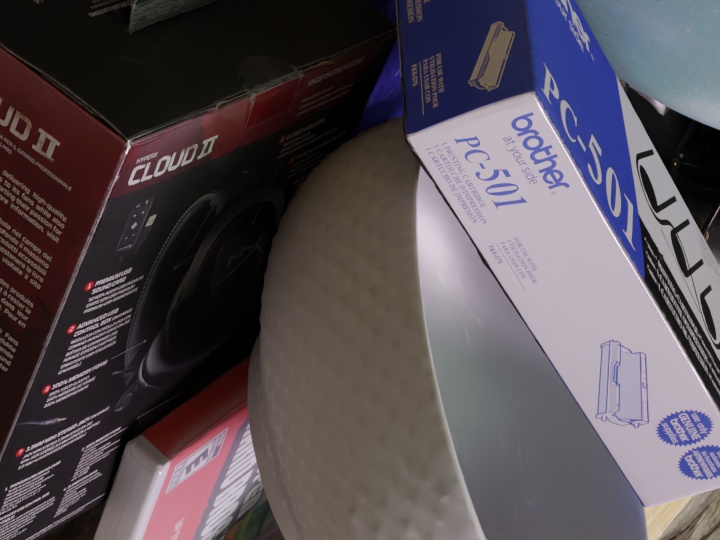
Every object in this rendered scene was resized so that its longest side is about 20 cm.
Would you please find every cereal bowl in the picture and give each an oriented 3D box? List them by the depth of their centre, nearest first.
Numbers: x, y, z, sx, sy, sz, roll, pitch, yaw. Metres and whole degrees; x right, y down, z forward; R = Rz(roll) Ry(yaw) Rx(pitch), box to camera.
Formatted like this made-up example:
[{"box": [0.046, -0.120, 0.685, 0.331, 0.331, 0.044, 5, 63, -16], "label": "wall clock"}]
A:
[{"box": [0.022, 0.051, 0.817, 0.083, 0.200, 0.200, -17, 173, 20], "label": "cereal bowl"}]

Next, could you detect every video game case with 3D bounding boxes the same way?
[{"box": [-0.024, 0.057, 0.930, 0.200, 0.017, 0.143, -36, 160, -37], "label": "video game case"}]

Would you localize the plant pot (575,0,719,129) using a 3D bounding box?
[{"box": [0.119, -0.144, 0.852, 0.134, 0.200, 0.200, 9, 127, -22], "label": "plant pot"}]

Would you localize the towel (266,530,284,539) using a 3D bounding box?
[{"box": [-0.067, 0.131, 0.988, 0.200, 0.023, 0.144, -25, -169, 11], "label": "towel"}]

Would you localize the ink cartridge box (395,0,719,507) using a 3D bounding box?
[{"box": [0.071, -0.019, 0.819, 0.044, 0.094, 0.200, -19, 136, 17], "label": "ink cartridge box"}]

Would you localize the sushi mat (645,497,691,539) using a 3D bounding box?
[{"box": [0.104, 0.137, 1.135, 0.200, 0.012, 0.096, -49, 162, -12], "label": "sushi mat"}]

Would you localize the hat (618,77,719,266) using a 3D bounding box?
[{"box": [0.160, -0.082, 1.082, 0.201, 0.200, 0.081, -61, -157, 24], "label": "hat"}]

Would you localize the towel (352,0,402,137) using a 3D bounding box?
[{"box": [0.040, -0.113, 0.965, 0.200, 0.050, 0.148, -35, 154, -44], "label": "towel"}]

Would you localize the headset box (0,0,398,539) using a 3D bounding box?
[{"box": [-0.081, -0.016, 0.803, 0.149, 0.077, 0.200, -30, 150, -53], "label": "headset box"}]
